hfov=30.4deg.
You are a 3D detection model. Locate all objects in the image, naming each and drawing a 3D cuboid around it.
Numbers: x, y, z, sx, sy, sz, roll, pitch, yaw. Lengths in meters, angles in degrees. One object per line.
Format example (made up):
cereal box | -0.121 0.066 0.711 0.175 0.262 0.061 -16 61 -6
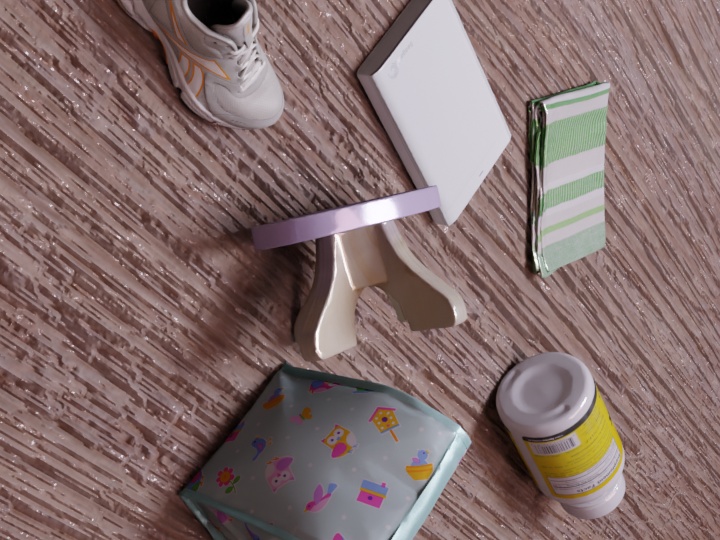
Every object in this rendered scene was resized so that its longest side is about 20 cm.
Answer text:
toy table | 0.000 0.000 1.138 0.200 0.184 0.117 -17 95 -38
pill bottle | 0.235 0.194 1.501 0.111 0.111 0.200 -54 136 -26
lunch bag | -0.020 0.183 1.123 0.170 0.200 0.122 -53 134 -28
towel | 0.239 -0.105 1.496 0.152 0.023 0.200 -23 116 -46
sneaker | -0.106 -0.174 1.012 0.200 0.092 0.076 49 63 -45
hard drive | 0.076 -0.159 1.286 0.132 0.026 0.200 -55 136 -25
